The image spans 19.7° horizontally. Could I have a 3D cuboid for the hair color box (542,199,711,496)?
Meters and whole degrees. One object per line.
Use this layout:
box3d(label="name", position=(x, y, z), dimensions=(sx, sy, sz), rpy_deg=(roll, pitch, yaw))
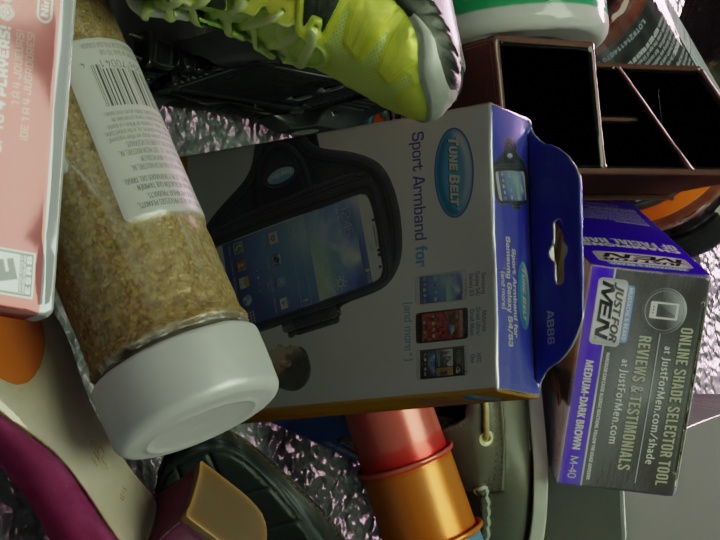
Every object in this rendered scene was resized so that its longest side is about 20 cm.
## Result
box3d(label="hair color box", position=(0.118, 0.029, 1.054), dimensions=(0.200, 0.065, 0.110), rpy_deg=(-116, -147, -76))

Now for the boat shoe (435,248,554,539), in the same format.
box3d(label="boat shoe", position=(0.055, 0.064, 0.994), dimensions=(0.060, 0.072, 0.203), rpy_deg=(-3, 104, -15))

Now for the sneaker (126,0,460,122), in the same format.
box3d(label="sneaker", position=(-0.050, -0.117, 0.807), dimensions=(0.200, 0.075, 0.076), rpy_deg=(37, 70, 2))

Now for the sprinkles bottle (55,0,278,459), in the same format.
box3d(label="sprinkles bottle", position=(-0.099, -0.030, 0.801), dimensions=(0.068, 0.068, 0.201), rpy_deg=(-1, 63, -55))

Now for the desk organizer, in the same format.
box3d(label="desk organizer", position=(0.115, -0.075, 1.045), dimensions=(0.199, 0.077, 0.072), rpy_deg=(-2, 85, -40))

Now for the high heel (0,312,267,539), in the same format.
box3d(label="high heel", position=(-0.136, 0.071, 0.820), dimensions=(0.200, 0.096, 0.067), rpy_deg=(38, 36, -22))

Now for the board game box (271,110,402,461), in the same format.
box3d(label="board game box", position=(0.024, 0.000, 1.052), dimensions=(0.152, 0.045, 0.201), rpy_deg=(29, 60, -49))

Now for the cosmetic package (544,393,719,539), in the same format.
box3d(label="cosmetic package", position=(0.145, 0.121, 1.148), dimensions=(0.200, 0.106, 0.091), rpy_deg=(-14, 101, -53))

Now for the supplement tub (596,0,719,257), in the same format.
box3d(label="supplement tub", position=(0.155, -0.095, 1.208), dimensions=(0.200, 0.107, 0.107), rpy_deg=(52, 44, -37))

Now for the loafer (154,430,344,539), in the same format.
box3d(label="loafer", position=(-0.037, 0.136, 0.928), dimensions=(0.072, 0.073, 0.200), rpy_deg=(-98, 166, -53))

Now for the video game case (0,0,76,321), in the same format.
box3d(label="video game case", position=(-0.194, -0.067, 0.712), dimensions=(0.199, 0.017, 0.144), rpy_deg=(11, 74, -32))

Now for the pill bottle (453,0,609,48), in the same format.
box3d(label="pill bottle", position=(0.062, -0.208, 1.083), dimensions=(0.113, 0.113, 0.201), rpy_deg=(6, 74, -55))

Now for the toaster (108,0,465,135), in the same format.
box3d(label="toaster", position=(-0.043, -0.137, 0.925), dimensions=(0.200, 0.113, 0.130), rpy_deg=(4, 77, -49))

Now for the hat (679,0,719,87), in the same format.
box3d(label="hat", position=(0.242, -0.090, 1.297), dimensions=(0.081, 0.200, 0.201), rpy_deg=(-28, 108, -31))

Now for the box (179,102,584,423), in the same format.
box3d(label="box", position=(0.000, 0.000, 0.879), dimensions=(0.041, 0.199, 0.120), rpy_deg=(13, 73, -54))

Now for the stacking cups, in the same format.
box3d(label="stacking cups", position=(0.035, 0.144, 0.954), dimensions=(0.060, 0.060, 0.201), rpy_deg=(-26, 96, -54))
